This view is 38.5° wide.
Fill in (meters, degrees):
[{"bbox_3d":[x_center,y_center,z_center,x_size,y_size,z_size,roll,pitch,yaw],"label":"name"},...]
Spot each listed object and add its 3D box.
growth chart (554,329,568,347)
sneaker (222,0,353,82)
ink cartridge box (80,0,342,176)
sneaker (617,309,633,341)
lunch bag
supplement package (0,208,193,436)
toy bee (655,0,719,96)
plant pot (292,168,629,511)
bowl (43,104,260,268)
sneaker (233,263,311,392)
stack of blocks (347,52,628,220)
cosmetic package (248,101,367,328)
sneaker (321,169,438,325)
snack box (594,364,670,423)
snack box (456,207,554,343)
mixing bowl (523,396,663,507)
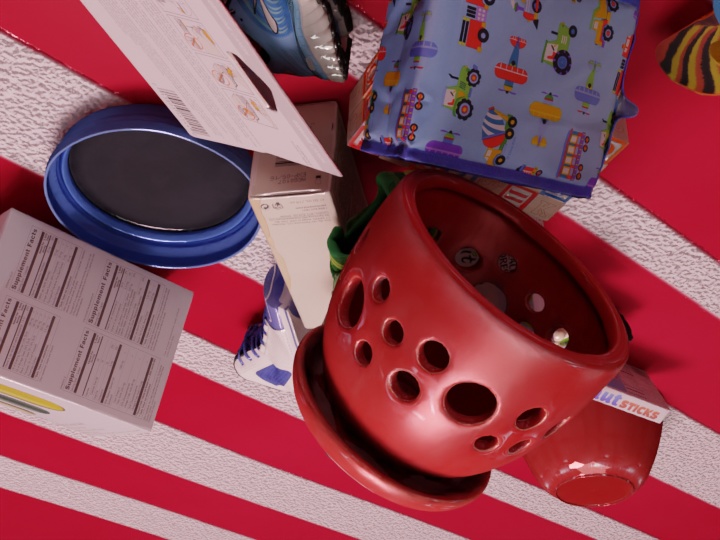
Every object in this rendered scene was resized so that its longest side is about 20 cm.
[{"bbox_3d":[0.171,0.115,1.034,0.144,0.018,0.200,-7,142,-50],"label":"growth chart"},{"bbox_3d":[-0.069,-0.203,0.725,0.089,0.079,0.201,-4,144,15],"label":"sneaker"},{"bbox_3d":[-0.108,-0.159,0.745,0.175,0.045,0.200,19,158,36],"label":"ink cartridge box"},{"bbox_3d":[0.195,0.051,1.070,0.199,0.066,0.078,26,128,-33],"label":"sneaker"},{"bbox_3d":[0.117,-0.138,0.739,0.198,0.152,0.094,10,-174,-21],"label":"lunch bag"},{"bbox_3d":[-0.302,0.060,1.016,0.199,0.152,0.151,27,156,-31],"label":"supplement package"},{"bbox_3d":[0.294,-0.168,0.704,0.130,0.109,0.200,-33,172,-13],"label":"toy bee"},{"bbox_3d":[0.064,0.057,0.750,0.199,0.201,0.183,21,121,-25],"label":"plant pot"},{"bbox_3d":[-0.186,-0.075,0.945,0.198,0.040,0.201,1,145,1],"label":"bowl"},{"bbox_3d":[-0.091,0.079,1.111,0.114,0.081,0.200,4,141,19],"label":"sneaker"},{"bbox_3d":[0.102,-0.124,0.840,0.198,0.059,0.115,18,142,-20],"label":"stack of blocks"},{"bbox_3d":[-0.036,-0.044,0.925,0.072,0.104,0.201,-3,143,10],"label":"cosmetic package"},{"bbox_3d":[0.000,0.000,0.854,0.083,0.074,0.201,14,114,-30],"label":"sneaker"},{"bbox_3d":[0.256,0.114,1.157,0.199,0.072,0.024,21,118,-24],"label":"snack box"},{"bbox_3d":[0.095,0.018,0.917,0.141,0.202,0.053,-16,144,24],"label":"snack box"},{"bbox_3d":[0.286,0.225,1.283,0.198,0.109,0.201,1,145,1],"label":"mixing bowl"}]
